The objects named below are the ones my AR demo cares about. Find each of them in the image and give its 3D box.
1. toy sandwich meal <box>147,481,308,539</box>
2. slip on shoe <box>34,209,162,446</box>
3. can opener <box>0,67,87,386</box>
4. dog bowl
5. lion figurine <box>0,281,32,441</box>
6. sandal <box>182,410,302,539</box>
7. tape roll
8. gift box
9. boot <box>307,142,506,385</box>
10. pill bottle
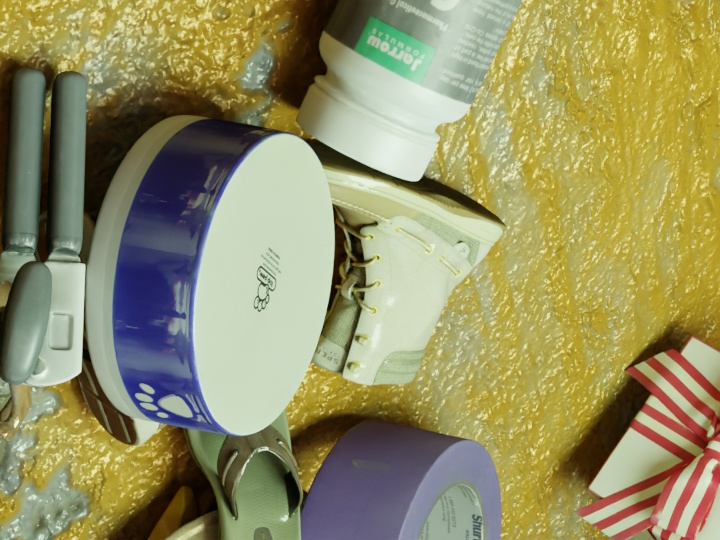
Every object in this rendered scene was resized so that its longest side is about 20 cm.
[{"bbox_3d":[-0.111,0.236,1.528,0.204,0.070,0.206,-18,127,-26],"label":"toy sandwich meal"},{"bbox_3d":[-0.162,0.028,1.358,0.061,0.076,0.201,-42,135,-29],"label":"slip on shoe"},{"bbox_3d":[-0.189,-0.027,1.244,0.052,0.066,0.201,5,74,-15],"label":"can opener"},{"bbox_3d":[-0.093,0.004,1.329,0.200,0.078,0.201,9,90,-66],"label":"dog bowl"},{"bbox_3d":[-0.245,0.020,1.300,0.123,0.072,0.200,-57,150,-10],"label":"lion figurine"},{"bbox_3d":[-0.071,0.147,1.453,0.079,0.057,0.202,-10,81,-30],"label":"sandal"},{"bbox_3d":[0.029,0.218,1.553,0.200,0.085,0.201,-29,123,-57],"label":"tape roll"},{"bbox_3d":[0.298,0.179,1.730,0.185,0.199,0.187,-58,150,-11],"label":"gift box"},{"bbox_3d":[0.000,0.000,1.471,0.199,0.072,0.155,19,105,-44],"label":"boot"},{"bbox_3d":[0.041,-0.169,1.370,0.113,0.113,0.201,16,104,-43],"label":"pill bottle"}]
